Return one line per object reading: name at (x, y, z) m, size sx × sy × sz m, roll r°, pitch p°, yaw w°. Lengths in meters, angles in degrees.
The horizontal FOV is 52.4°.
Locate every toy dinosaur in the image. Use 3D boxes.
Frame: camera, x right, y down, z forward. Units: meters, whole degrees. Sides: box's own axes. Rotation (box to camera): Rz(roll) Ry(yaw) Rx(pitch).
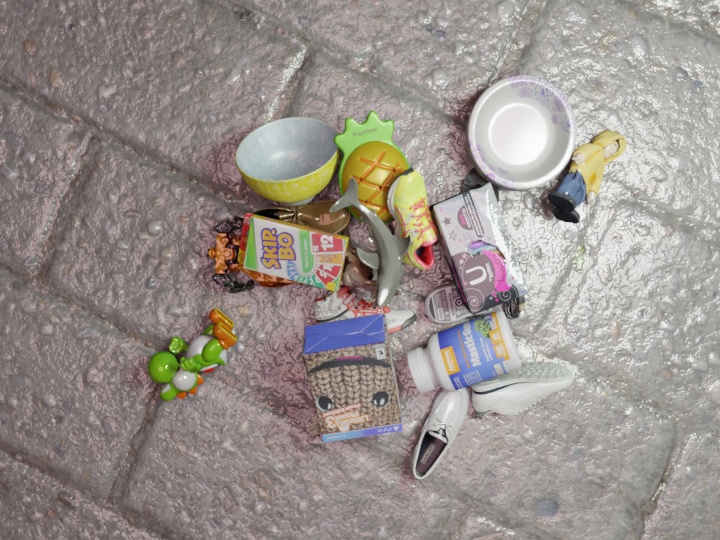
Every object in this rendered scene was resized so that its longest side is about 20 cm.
toy dinosaur at (0.000, 0.000, 1.382) m, size 0.132 × 0.202 × 0.087 m, roll 12°, pitch 126°, yaw -16°

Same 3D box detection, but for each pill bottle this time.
pill bottle at (0.192, 0.159, 1.369) m, size 0.196 × 0.112 × 0.115 m, roll -21°, pitch 90°, yaw 12°

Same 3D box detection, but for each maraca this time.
maraca at (0.022, -0.181, 1.317) m, size 0.134 × 0.107 × 0.205 m, roll -17°, pitch 110°, yaw -7°

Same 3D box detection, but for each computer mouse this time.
computer mouse at (0.217, 0.049, 1.405) m, size 0.195 × 0.044 × 0.113 m, roll -10°, pitch 96°, yaw -1°

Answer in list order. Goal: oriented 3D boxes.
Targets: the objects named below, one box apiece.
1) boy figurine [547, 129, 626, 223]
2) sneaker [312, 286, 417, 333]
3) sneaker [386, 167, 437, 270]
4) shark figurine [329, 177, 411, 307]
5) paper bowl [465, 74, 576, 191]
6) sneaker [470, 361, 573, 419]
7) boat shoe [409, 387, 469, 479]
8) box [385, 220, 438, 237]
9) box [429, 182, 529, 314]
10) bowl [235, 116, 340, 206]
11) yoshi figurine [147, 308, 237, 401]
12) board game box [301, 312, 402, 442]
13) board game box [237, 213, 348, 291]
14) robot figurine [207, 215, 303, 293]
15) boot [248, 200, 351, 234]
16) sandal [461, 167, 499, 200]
boy figurine at (0.423, -0.178, 1.352) m, size 0.201 × 0.064 × 0.125 m, roll -48°, pitch 133°, yaw -20°
sneaker at (0.004, 0.075, 1.408) m, size 0.196 × 0.067 × 0.111 m, roll -15°, pitch 93°, yaw 7°
sneaker at (0.103, -0.087, 1.291) m, size 0.077 × 0.203 × 0.090 m, roll -31°, pitch 44°, yaw -24°
shark figurine at (0.043, -0.059, 1.271) m, size 0.089 × 0.127 × 0.219 m, roll -26°, pitch 85°, yaw 41°
paper bowl at (0.293, -0.250, 1.356) m, size 0.195 × 0.104 × 0.207 m, roll 0°, pitch 92°, yaw 4°
sneaker at (0.309, 0.230, 1.395) m, size 0.195 × 0.077 × 0.083 m, roll -11°, pitch 102°, yaw 9°
boat shoe at (0.155, 0.309, 1.404) m, size 0.072 × 0.065 × 0.204 m, roll 22°, pitch 93°, yaw 4°
box at (0.063, -0.119, 1.406) m, size 0.075 × 0.050 × 0.200 m, roll -42°, pitch 88°, yaw 4°
box at (0.207, -0.040, 1.311) m, size 0.112 × 0.132 × 0.204 m, roll -21°, pitch 93°, yaw 4°
bowl at (-0.129, -0.187, 1.378) m, size 0.194 × 0.203 × 0.109 m, roll -4°, pitch 135°, yaw 4°
yoshi figurine at (-0.339, 0.164, 1.424) m, size 0.200 × 0.112 × 0.112 m, roll -46°, pitch 72°, yaw 7°
board game box at (-0.013, 0.200, 1.359) m, size 0.155 × 0.098 × 0.204 m, roll -9°, pitch 118°, yaw 4°
board game box at (-0.124, -0.034, 1.308) m, size 0.195 × 0.030 × 0.098 m, roll 14°, pitch 105°, yaw 9°
robot figurine at (-0.200, -0.028, 1.424) m, size 0.194 × 0.058 × 0.149 m, roll 4°, pitch 92°, yaw 3°
boot at (-0.115, -0.091, 1.344) m, size 0.195 × 0.075 × 0.076 m, roll -8°, pitch 79°, yaw 9°
sandal at (0.224, -0.096, 1.394) m, size 0.073 × 0.048 × 0.206 m, roll 7°, pitch 92°, yaw 3°
